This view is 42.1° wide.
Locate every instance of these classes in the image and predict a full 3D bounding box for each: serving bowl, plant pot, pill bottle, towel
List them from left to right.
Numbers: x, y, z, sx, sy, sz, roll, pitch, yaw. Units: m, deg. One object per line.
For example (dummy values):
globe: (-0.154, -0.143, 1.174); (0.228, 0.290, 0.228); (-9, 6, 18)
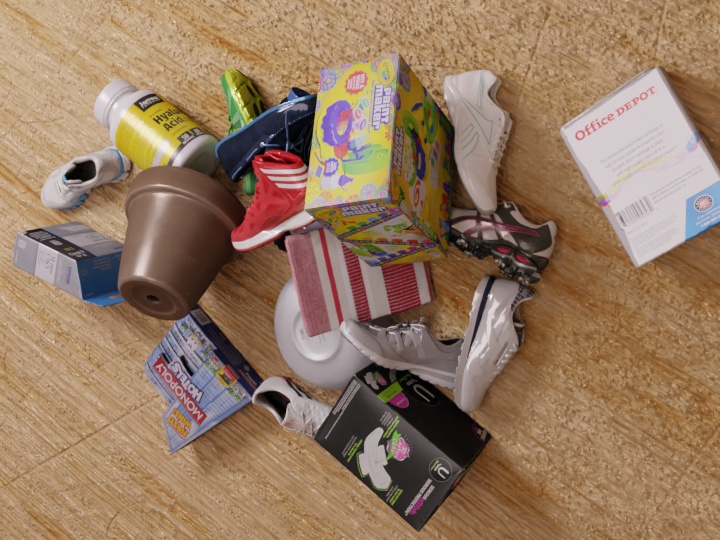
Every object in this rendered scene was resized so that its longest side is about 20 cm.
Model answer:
pill bottle: (-0.325, -0.214, 1.480); (0.199, 0.111, 0.112); (37, 113, 16)
plant pot: (-0.284, -0.027, 1.410); (0.196, 0.177, 0.202); (13, 148, 8)
serving bowl: (-0.054, 0.088, 1.422); (0.196, 0.066, 0.205); (5, 101, 27)
towel: (0.000, 0.000, 1.338); (0.196, 0.023, 0.147); (-14, 97, -13)

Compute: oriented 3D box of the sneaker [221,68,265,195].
sneaker: (-0.181, -0.208, 1.430); (0.082, 0.074, 0.204); (-16, 92, 24)

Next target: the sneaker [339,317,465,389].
sneaker: (0.062, 0.099, 1.332); (0.197, 0.075, 0.083); (21, 94, -22)

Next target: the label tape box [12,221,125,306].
label tape box: (-0.455, -0.013, 1.561); (0.197, 0.143, 0.067); (21, 108, 22)

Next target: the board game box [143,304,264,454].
board game box: (-0.280, 0.196, 1.556); (0.200, 0.061, 0.201); (46, 114, 12)

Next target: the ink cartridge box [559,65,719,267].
ink cartridge box: (0.361, -0.130, 1.165); (0.143, 0.084, 0.202); (-31, 86, 27)

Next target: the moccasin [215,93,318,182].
moccasin: (-0.121, -0.187, 1.341); (0.198, 0.080, 0.069); (-25, 85, 39)

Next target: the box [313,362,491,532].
box: (0.063, 0.239, 1.340); (0.199, 0.148, 0.125); (39, 112, 14)

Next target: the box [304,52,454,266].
box: (0.032, -0.138, 1.228); (0.120, 0.192, 0.204); (-6, 66, 27)

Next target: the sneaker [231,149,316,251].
sneaker: (-0.131, -0.107, 1.327); (0.198, 0.078, 0.117); (-20, 104, 38)

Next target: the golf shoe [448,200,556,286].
golf shoe: (0.175, -0.057, 1.290); (0.198, 0.077, 0.089); (28, 84, 23)

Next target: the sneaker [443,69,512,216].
sneaker: (0.164, -0.176, 1.250); (0.079, 0.070, 0.205); (-12, 79, 18)

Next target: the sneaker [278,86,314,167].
sneaker: (-0.056, -0.176, 1.380); (0.201, 0.070, 0.078); (50, 119, 18)

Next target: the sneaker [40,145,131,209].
sneaker: (-0.487, -0.157, 1.587); (0.198, 0.086, 0.076); (-24, 90, 29)

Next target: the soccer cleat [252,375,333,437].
soccer cleat: (-0.079, 0.229, 1.447); (0.198, 0.085, 0.070); (30, 110, 19)

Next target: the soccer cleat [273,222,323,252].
soccer cleat: (-0.077, -0.055, 1.418); (0.199, 0.072, 0.069); (37, 139, 34)

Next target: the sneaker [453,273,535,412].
sneaker: (0.183, 0.110, 1.306); (0.079, 0.076, 0.204); (15, 107, 13)
